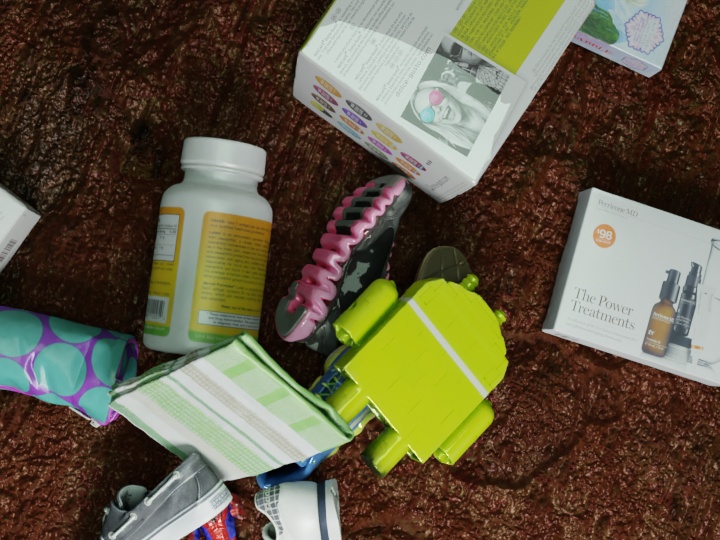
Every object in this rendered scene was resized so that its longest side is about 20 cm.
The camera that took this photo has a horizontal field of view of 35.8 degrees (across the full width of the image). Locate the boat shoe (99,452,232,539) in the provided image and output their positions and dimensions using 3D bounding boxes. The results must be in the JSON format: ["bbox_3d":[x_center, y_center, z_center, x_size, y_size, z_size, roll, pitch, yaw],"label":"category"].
[{"bbox_3d":[-0.210,0.236,1.052,0.199,0.072,0.068,-35,91,27],"label":"boat shoe"}]

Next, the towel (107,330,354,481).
[{"bbox_3d":[-0.116,0.124,0.986,0.149,0.198,0.031,42,46,-25],"label":"towel"}]

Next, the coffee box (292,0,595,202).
[{"bbox_3d":[0.068,-0.209,1.059,0.196,0.200,0.202,35,85,-3],"label":"coffee box"}]

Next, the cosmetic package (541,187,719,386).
[{"bbox_3d":[0.303,0.018,1.153,0.197,0.052,0.154,17,84,-5],"label":"cosmetic package"}]

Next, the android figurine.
[{"bbox_3d":[0.058,0.091,1.049,0.200,0.041,0.182,-46,104,-16],"label":"android figurine"}]

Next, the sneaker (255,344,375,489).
[{"bbox_3d":[-0.028,0.142,1.064,0.076,0.105,0.200,42,102,-5],"label":"sneaker"}]

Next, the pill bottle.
[{"bbox_3d":[-0.143,-0.020,1.075,0.109,0.111,0.204,8,87,-6],"label":"pill bottle"}]

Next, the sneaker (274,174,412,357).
[{"bbox_3d":[0.000,0.000,1.119,0.095,0.079,0.202,36,85,-26],"label":"sneaker"}]

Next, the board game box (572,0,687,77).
[{"bbox_3d":[0.255,-0.336,1.163,0.196,0.041,0.203,22,86,-5],"label":"board game box"}]

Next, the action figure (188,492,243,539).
[{"bbox_3d":[-0.125,0.291,1.076,0.064,0.099,0.203,-20,88,-4],"label":"action figure"}]

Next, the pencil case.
[{"bbox_3d":[-0.316,0.087,1.066,0.196,0.085,0.094,13,80,-5],"label":"pencil case"}]

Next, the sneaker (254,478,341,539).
[{"bbox_3d":[-0.056,0.283,1.071,0.079,0.077,0.203,-4,117,-4],"label":"sneaker"}]

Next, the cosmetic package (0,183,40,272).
[{"bbox_3d":[-0.420,-0.074,1.061,0.199,0.085,0.108,37,84,-3],"label":"cosmetic package"}]

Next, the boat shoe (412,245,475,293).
[{"bbox_3d":[0.071,0.078,1.113,0.071,0.067,0.204,2,89,-23],"label":"boat shoe"}]
